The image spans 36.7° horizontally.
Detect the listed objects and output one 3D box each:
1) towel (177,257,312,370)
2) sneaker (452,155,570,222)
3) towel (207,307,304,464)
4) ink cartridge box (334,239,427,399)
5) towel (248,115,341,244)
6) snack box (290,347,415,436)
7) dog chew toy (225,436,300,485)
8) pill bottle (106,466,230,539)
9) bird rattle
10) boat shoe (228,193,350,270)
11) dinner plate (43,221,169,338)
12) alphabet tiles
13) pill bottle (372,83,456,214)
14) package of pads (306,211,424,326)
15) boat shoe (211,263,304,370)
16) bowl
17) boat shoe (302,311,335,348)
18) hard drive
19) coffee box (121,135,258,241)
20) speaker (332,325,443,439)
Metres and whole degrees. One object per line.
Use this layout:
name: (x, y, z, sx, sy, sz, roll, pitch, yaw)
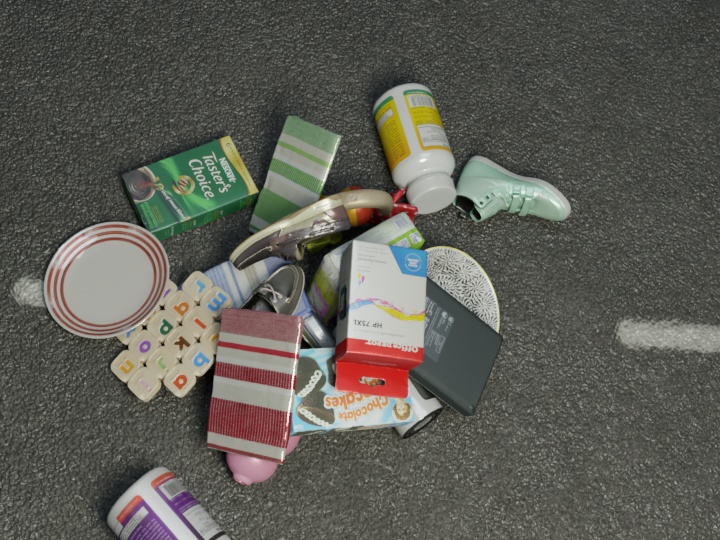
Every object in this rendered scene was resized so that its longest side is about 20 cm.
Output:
towel: (-0.182, 0.050, 1.677, 0.197, 0.024, 0.149, -27, 69, 4)
sneaker: (0.250, -0.107, 1.842, 0.198, 0.074, 0.119, 24, 55, 14)
towel: (-0.148, 0.159, 1.526, 0.142, 0.023, 0.204, 6, 87, 33)
ink cartridge box: (0.029, 0.070, 1.520, 0.114, 0.067, 0.204, 7, 73, -15)
towel: (-0.104, -0.135, 1.720, 0.023, 0.152, 0.203, 13, 101, -40)
snack box: (-0.021, 0.171, 1.563, 0.197, 0.037, 0.118, -1, 72, -28)
dog chew toy: (-0.134, 0.217, 1.592, 0.123, 0.125, 0.203, 24, 69, 3)
pill bottle: (-0.246, 0.379, 1.491, 0.111, 0.112, 0.200, -39, 75, -25)
bird rattle: (-0.004, -0.091, 1.752, 0.196, 0.163, 0.115, 1, 81, 1)
boat shoe: (-0.106, -0.045, 1.639, 0.198, 0.072, 0.066, -29, 85, 7)
dinner plate: (-0.391, 0.016, 1.682, 0.196, 0.024, 0.204, -2, 63, 3)
alphabet tiles: (-0.283, 0.097, 1.629, 0.195, 0.015, 0.200, 34, 77, 36)
pill bottle: (0.096, -0.205, 1.844, 0.111, 0.113, 0.203, -10, 65, -15)
package of pads: (0.000, 0.000, 1.674, 0.153, 0.200, 0.069, -30, 78, -22)
boat shoe: (-0.153, 0.072, 1.620, 0.066, 0.057, 0.201, 33, 83, 21)
bowl: (0.114, 0.072, 1.703, 0.198, 0.094, 0.205, 9, 73, -31)
boat shoe: (-0.118, 0.064, 1.706, 0.062, 0.072, 0.200, -44, 73, 0)
hard drive: (0.117, 0.105, 1.621, 0.199, 0.033, 0.141, 37, 61, -20)
coffee box: (-0.279, -0.134, 1.780, 0.197, 0.044, 0.124, -21, 69, -19)
speaker: (0.039, 0.154, 1.673, 0.080, 0.082, 0.201, -28, 71, -21)
